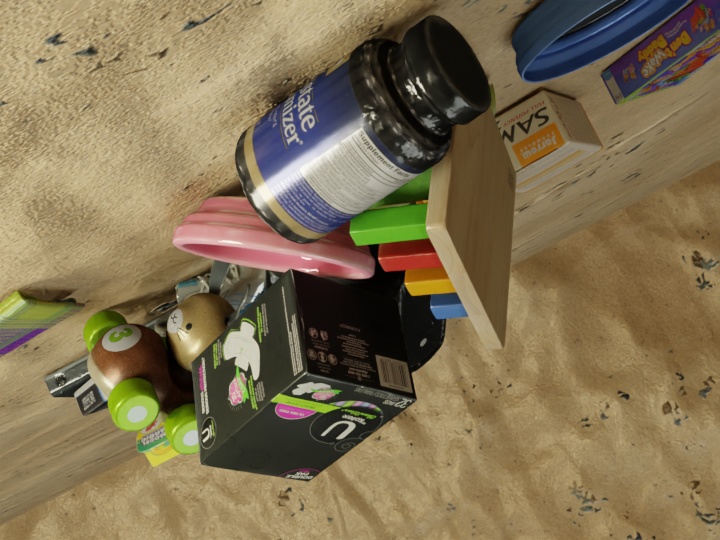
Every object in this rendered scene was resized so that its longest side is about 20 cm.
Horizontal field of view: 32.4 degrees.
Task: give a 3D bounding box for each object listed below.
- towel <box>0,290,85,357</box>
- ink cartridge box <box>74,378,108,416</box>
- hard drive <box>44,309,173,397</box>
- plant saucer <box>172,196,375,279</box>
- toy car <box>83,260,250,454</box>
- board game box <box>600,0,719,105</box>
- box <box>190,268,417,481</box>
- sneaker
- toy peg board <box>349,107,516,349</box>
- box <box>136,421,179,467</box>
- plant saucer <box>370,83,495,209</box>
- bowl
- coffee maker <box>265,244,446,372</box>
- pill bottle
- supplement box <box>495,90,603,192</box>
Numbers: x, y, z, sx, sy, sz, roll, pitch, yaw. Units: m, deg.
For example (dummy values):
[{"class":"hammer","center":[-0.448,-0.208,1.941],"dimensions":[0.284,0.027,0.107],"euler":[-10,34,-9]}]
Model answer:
[{"class":"towel","center":[-0.391,0.074,1.252],"dimensions":[0.198,0.023,0.144],"euler":[-29,171,11]},{"class":"ink cartridge box","center":[-0.259,0.121,1.665],"dimensions":[0.198,0.048,0.197],"euler":[-16,166,-41]},{"class":"hard drive","center":[-0.321,0.117,1.710],"dimensions":[0.198,0.033,0.140],"euler":[-27,172,3]},{"class":"plant saucer","center":[-0.081,-0.032,1.202],"dimensions":[0.197,0.052,0.201],"euler":[8,175,1]},{"class":"toy car","center":[-0.199,0.072,1.407],"dimensions":[0.157,0.165,0.201],"euler":[30,105,-37]},{"class":"board game box","center":[0.403,-0.279,1.494],"dimensions":[0.133,0.045,0.200],"euler":[-21,170,-36]},{"class":"box","center":[-0.063,0.116,1.289],"dimensions":[0.147,0.126,0.200],"euler":[17,138,-35]},{"class":"sneaker","center":[-0.176,0.029,1.507],"dimensions":[0.086,0.075,0.200],"euler":[33,111,-30]},{"class":"toy peg board","center":[0.068,-0.062,1.127],"dimensions":[0.096,0.202,0.200],"euler":[-4,146,20]},{"class":"box","center":[-0.214,0.173,1.555],"dimensions":[0.116,0.049,0.200],"euler":[-27,-165,7]},{"class":"plant saucer","center":[0.075,-0.114,1.293],"dimensions":[0.200,0.031,0.200],"euler":[-44,-179,1]},{"class":"bowl","center":[0.232,-0.245,1.168],"dimensions":[0.199,0.040,0.201],"euler":[-27,172,-4]},{"class":"coffee maker","center":[0.000,0.000,1.435],"dimensions":[0.198,0.195,0.134],"euler":[21,-169,33]},{"class":"pill bottle","center":[0.003,-0.114,0.996],"dimensions":[0.199,0.113,0.111],"euler":[-32,170,29]},{"class":"supplement box","center":[0.217,-0.158,1.552],"dimensions":[0.125,0.074,0.200],"euler":[-29,172,21]}]
